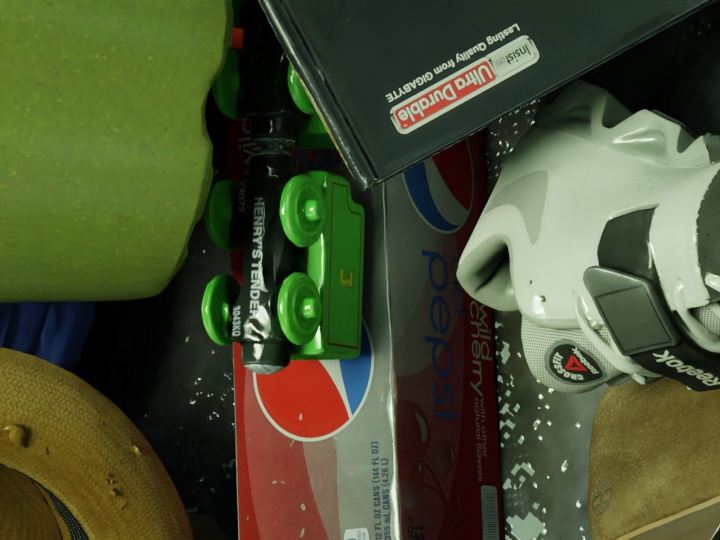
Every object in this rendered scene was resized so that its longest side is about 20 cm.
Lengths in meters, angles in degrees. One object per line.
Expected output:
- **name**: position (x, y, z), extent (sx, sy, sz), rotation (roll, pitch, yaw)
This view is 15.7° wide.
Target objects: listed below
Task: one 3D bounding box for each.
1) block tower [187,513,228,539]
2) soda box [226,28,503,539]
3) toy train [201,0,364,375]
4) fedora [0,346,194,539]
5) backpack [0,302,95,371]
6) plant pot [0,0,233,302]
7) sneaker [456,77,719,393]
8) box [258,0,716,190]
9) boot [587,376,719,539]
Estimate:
- **block tower**: position (-0.037, 0.164, 0.889), extent (0.058, 0.054, 0.200), rotation (-50, 58, 23)
- **soda box**: position (0.000, 0.000, 0.874), extent (0.070, 0.063, 0.201), rotation (-9, 78, 35)
- **toy train**: position (-0.019, -0.067, 0.823), extent (0.042, 0.056, 0.201), rotation (-1, 84, 32)
- **fedora**: position (-0.148, 0.108, 0.850), extent (0.082, 0.200, 0.201), rotation (38, 109, 60)
- **backpack**: position (-0.191, 0.030, 0.954), extent (0.162, 0.168, 0.200), rotation (42, 109, 31)
- **plant pot**: position (-0.144, -0.065, 0.792), extent (0.200, 0.189, 0.201), rotation (-173, 90, -73)
- **sneaker**: position (0.094, 0.006, 0.758), extent (0.089, 0.074, 0.200), rotation (-54, 26, -5)
- **box**: position (0.049, -0.139, 0.770), extent (0.199, 0.046, 0.159), rotation (-28, 93, -2)
- **boot**: position (0.145, 0.038, 0.757), extent (0.199, 0.073, 0.076), rotation (-25, 58, 34)
